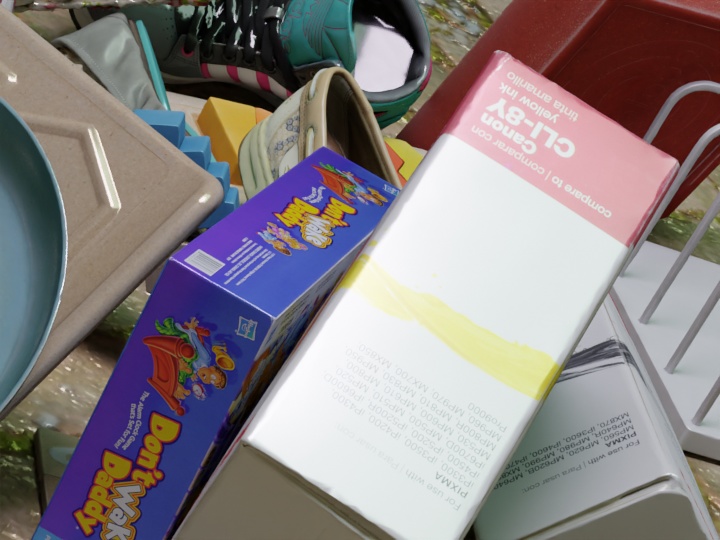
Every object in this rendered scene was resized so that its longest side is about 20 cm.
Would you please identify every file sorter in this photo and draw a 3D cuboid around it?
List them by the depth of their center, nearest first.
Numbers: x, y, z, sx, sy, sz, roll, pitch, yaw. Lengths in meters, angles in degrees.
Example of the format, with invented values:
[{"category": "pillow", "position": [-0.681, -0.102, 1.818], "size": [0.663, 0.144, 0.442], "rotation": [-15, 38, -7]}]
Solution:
[{"category": "file sorter", "position": [0.225, 0.006, 1.450], "size": [0.138, 0.125, 0.200], "rotation": [17, 27, -24]}]

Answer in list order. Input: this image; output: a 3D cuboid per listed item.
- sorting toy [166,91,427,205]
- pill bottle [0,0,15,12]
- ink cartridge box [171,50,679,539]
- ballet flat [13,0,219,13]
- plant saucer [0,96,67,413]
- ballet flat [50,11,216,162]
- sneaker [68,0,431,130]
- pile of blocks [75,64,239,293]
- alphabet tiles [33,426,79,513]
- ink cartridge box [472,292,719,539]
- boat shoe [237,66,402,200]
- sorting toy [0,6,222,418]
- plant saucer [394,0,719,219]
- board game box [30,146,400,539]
[{"category": "sorting toy", "position": [-0.005, -0.028, 1.378], "size": [0.185, 0.037, 0.200], "rotation": [11, 30, -33]}, {"category": "pill bottle", "position": [-0.217, -0.107, 1.219], "size": [0.109, 0.110, 0.200], "rotation": [24, 25, -11]}, {"category": "ink cartridge box", "position": [0.016, 0.042, 0.969], "size": [0.083, 0.145, 0.200], "rotation": [33, 55, 0]}, {"category": "ballet flat", "position": [-0.147, -0.161, 1.365], "size": [0.199, 0.076, 0.064], "rotation": [-5, 25, 6]}, {"category": "plant saucer", "position": [-0.204, 0.005, 0.992], "size": [0.199, 0.027, 0.201], "rotation": [-2, 61, 4]}, {"category": "ballet flat", "position": [-0.108, -0.055, 1.306], "size": [0.064, 0.068, 0.200], "rotation": [-20, 39, -8]}, {"category": "sneaker", "position": [-0.044, -0.128, 1.423], "size": [0.199, 0.121, 0.084], "rotation": [17, 71, -25]}, {"category": "pile of blocks", "position": [-0.069, -0.021, 1.175], "size": [0.200, 0.082, 0.062], "rotation": [52, 14, -14]}, {"category": "alphabet tiles", "position": [-0.037, 0.120, 1.100], "size": [0.199, 0.006, 0.167], "rotation": [18, 27, -21]}, {"category": "ink cartridge box", "position": [0.095, 0.093, 1.118], "size": [0.200, 0.084, 0.145], "rotation": [-106, 170, -58]}, {"category": "boat shoe", "position": [0.000, 0.000, 1.250], "size": [0.073, 0.063, 0.200], "rotation": [-1, 57, -41]}, {"category": "sorting toy", "position": [-0.181, -0.019, 1.049], "size": [0.200, 0.185, 0.037], "rotation": [37, -18, 23]}, {"category": "plant saucer", "position": [0.152, -0.100, 1.504], "size": [0.200, 0.200, 0.037], "rotation": [10, 48, -35]}, {"category": "board game box", "position": [-0.052, 0.038, 1.053], "size": [0.045, 0.135, 0.200], "rotation": [30, 20, 6]}]
